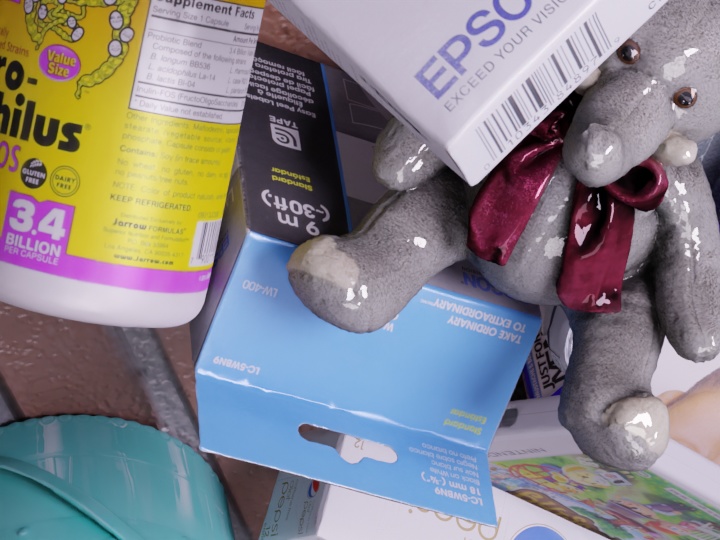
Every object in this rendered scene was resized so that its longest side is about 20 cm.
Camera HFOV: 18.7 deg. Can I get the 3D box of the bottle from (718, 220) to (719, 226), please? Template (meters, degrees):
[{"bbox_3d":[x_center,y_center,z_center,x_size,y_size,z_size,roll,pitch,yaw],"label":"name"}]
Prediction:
[{"bbox_3d":[0.220,-0.065,0.950,0.065,0.084,0.200,35,93,-30],"label":"bottle"}]

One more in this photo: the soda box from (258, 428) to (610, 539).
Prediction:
[{"bbox_3d":[0.051,0.147,1.140,0.200,0.064,0.068,25,158,-24],"label":"soda box"}]

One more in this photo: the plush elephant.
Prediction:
[{"bbox_3d":[0.097,-0.049,0.849,0.165,0.200,0.155,32,146,6],"label":"plush elephant"}]

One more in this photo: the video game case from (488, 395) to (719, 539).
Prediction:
[{"bbox_3d":[0.121,0.117,1.128,0.200,0.022,0.182,29,156,-32],"label":"video game case"}]

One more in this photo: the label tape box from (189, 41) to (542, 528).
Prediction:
[{"bbox_3d":[0.000,0.000,0.937,0.144,0.200,0.063,17,129,-24],"label":"label tape box"}]

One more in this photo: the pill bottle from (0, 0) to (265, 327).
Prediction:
[{"bbox_3d":[-0.095,-0.084,0.863,0.104,0.104,0.200,9,97,-18],"label":"pill bottle"}]

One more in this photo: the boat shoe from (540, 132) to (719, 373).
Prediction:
[{"bbox_3d":[0.135,-0.045,1.011,0.073,0.067,0.200,26,102,-29],"label":"boat shoe"}]

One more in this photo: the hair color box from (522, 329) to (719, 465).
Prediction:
[{"bbox_3d":[0.185,0.018,1.082,0.109,0.065,0.200,28,125,-30],"label":"hair color box"}]

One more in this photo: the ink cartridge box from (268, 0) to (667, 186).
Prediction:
[{"bbox_3d":[0.041,-0.162,0.753,0.200,0.200,0.041,-44,153,-2],"label":"ink cartridge box"}]

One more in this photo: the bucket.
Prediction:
[{"bbox_3d":[-0.151,0.182,1.130,0.207,0.135,0.207,-5,133,-6],"label":"bucket"}]
